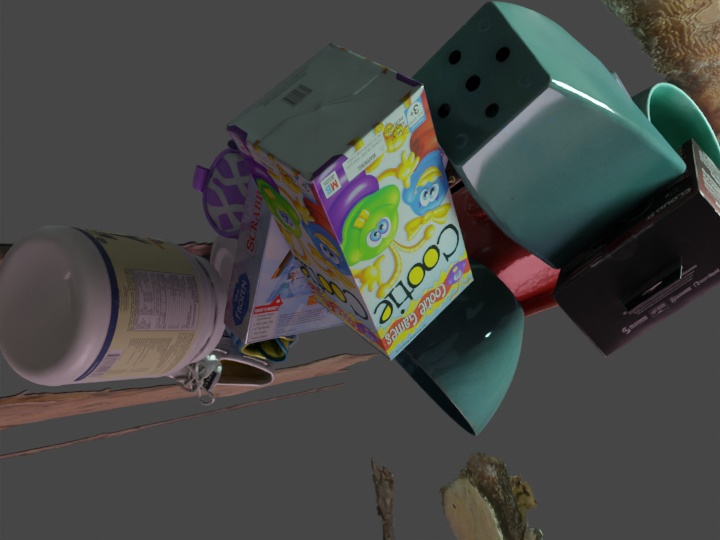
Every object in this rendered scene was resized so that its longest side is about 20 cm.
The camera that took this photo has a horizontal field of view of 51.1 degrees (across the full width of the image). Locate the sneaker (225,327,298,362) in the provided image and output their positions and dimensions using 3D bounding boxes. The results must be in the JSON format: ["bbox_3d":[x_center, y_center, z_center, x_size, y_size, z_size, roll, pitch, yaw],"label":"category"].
[{"bbox_3d":[-0.098,0.046,0.971,0.199,0.131,0.080,-23,161,-37],"label":"sneaker"}]

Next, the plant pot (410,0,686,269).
[{"bbox_3d":[0.137,-0.113,0.605,0.141,0.142,0.199,-41,149,24],"label":"plant pot"}]

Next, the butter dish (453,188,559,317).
[{"bbox_3d":[0.173,-0.053,0.936,0.197,0.202,0.148,-21,143,21],"label":"butter dish"}]

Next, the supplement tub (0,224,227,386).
[{"bbox_3d":[-0.242,0.037,0.757,0.144,0.147,0.199,-23,166,25],"label":"supplement tub"}]

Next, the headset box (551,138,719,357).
[{"bbox_3d":[0.259,-0.022,0.672,0.149,0.077,0.200,-42,-176,30],"label":"headset box"}]

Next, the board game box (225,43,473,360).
[{"bbox_3d":[0.001,-0.046,0.570,0.105,0.103,0.201,-42,140,-16],"label":"board game box"}]

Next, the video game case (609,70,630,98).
[{"bbox_3d":[0.262,-0.087,0.801,0.019,0.201,0.142,-33,-179,-41],"label":"video game case"}]

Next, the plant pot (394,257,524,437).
[{"bbox_3d":[0.105,0.064,0.848,0.135,0.200,0.200,-43,169,-6],"label":"plant pot"}]

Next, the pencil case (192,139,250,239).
[{"bbox_3d":[-0.067,-0.064,0.724,0.085,0.085,0.199,17,-175,33],"label":"pencil case"}]

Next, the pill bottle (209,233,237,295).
[{"bbox_3d":[-0.068,-0.004,0.895,0.198,0.114,0.112,-9,165,-32],"label":"pill bottle"}]

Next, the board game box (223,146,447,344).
[{"bbox_3d":[-0.015,-0.045,0.671,0.198,0.041,0.202,-7,121,-43],"label":"board game box"}]

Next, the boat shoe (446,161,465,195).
[{"bbox_3d":[0.140,-0.123,0.773,0.198,0.071,0.070,-24,162,21],"label":"boat shoe"}]

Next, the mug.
[{"bbox_3d":[0.329,-0.102,0.854,0.151,0.187,0.114,-27,-179,-42],"label":"mug"}]

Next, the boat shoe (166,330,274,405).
[{"bbox_3d":[-0.194,0.121,0.929,0.200,0.087,0.075,12,131,-37],"label":"boat shoe"}]
